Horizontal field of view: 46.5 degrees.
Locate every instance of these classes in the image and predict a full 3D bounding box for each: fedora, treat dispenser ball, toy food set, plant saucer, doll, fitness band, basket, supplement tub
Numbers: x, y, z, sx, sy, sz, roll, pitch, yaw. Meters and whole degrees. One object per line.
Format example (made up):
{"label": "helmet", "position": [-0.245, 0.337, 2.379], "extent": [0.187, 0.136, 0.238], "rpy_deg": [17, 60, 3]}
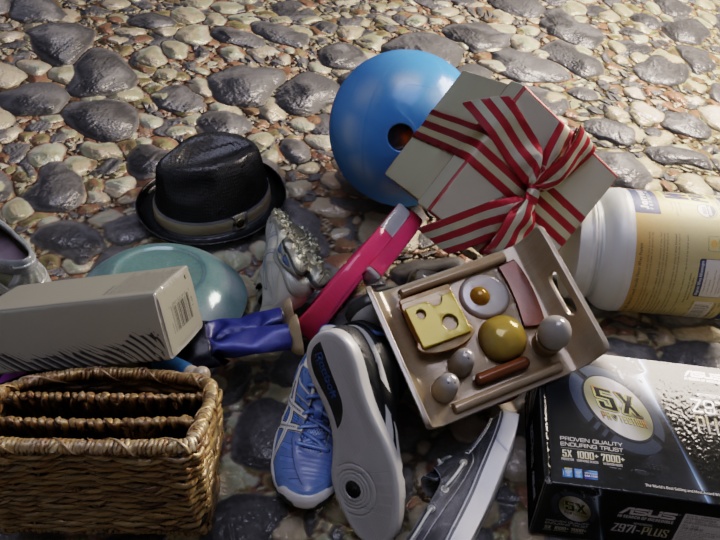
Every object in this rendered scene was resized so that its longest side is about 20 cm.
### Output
{"label": "fedora", "position": [-0.196, -0.121, 1.089], "extent": [0.199, 0.092, 0.201], "rpy_deg": [2, 42, -2]}
{"label": "treat dispenser ball", "position": [0.057, -0.185, 1.096], "extent": [0.199, 0.202, 0.202], "rpy_deg": [2, 42, -2]}
{"label": "toy food set", "position": [0.118, 0.048, 0.795], "extent": [0.199, 0.061, 0.144], "rpy_deg": [-18, 68, -18]}
{"label": "plant saucer", "position": [-0.229, 0.017, 0.962], "extent": [0.199, 0.039, 0.202], "rpy_deg": [4, 35, -3]}
{"label": "doll", "position": [-0.160, 0.078, 0.847], "extent": [0.198, 0.049, 0.137], "rpy_deg": [-12, 26, -9]}
{"label": "fitness band", "position": [0.000, 0.000, 0.941], "extent": [0.037, 0.144, 0.200], "rpy_deg": [42, 48, -2]}
{"label": "basket", "position": [-0.221, 0.132, 0.725], "extent": [0.198, 0.150, 0.143], "rpy_deg": [1, 46, -1]}
{"label": "supplement tub", "position": [0.340, -0.021, 0.978], "extent": [0.198, 0.145, 0.145], "rpy_deg": [5, 42, 1]}

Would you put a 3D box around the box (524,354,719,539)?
{"label": "box", "position": [0.264, 0.172, 0.807], "extent": [0.198, 0.087, 0.164], "rpy_deg": [7, 42, 4]}

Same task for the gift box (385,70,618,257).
{"label": "gift box", "position": [0.142, -0.105, 0.938], "extent": [0.199, 0.185, 0.187], "rpy_deg": [30, 8, -26]}

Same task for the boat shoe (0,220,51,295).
{"label": "boat shoe", "position": [-0.445, -0.034, 1.000], "extent": [0.201, 0.065, 0.074], "rpy_deg": [33, 50, 28]}

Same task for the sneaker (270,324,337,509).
{"label": "sneaker", "position": [-0.046, 0.139, 0.829], "extent": [0.075, 0.077, 0.201], "rpy_deg": [6, 44, 0]}

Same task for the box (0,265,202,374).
{"label": "box", "position": [-0.263, 0.049, 0.816], "extent": [0.198, 0.069, 0.082], "rpy_deg": [-6, 18, 17]}

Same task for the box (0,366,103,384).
{"label": "box", "position": [-0.280, 0.138, 0.846], "extent": [0.198, 0.036, 0.144], "rpy_deg": [10, 43, 5]}

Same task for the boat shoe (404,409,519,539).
{"label": "boat shoe", "position": [0.090, 0.203, 0.779], "extent": [0.067, 0.072, 0.200], "rpy_deg": [22, 53, 17]}

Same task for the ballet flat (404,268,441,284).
{"label": "ballet flat", "position": [0.056, 0.044, 0.943], "extent": [0.069, 0.072, 0.200], "rpy_deg": [20, 44, 28]}

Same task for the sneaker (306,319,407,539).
{"label": "sneaker", "position": [0.021, 0.143, 0.791], "extent": [0.073, 0.202, 0.112], "rpy_deg": [-12, 1, 32]}

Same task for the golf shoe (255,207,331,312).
{"label": "golf shoe", "position": [-0.097, -0.007, 0.989], "extent": [0.078, 0.097, 0.200], "rpy_deg": [37, 12, -17]}

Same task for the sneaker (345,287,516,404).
{"label": "sneaker", "position": [0.083, 0.085, 0.857], "extent": [0.200, 0.067, 0.109], "rpy_deg": [12, 49, -32]}
